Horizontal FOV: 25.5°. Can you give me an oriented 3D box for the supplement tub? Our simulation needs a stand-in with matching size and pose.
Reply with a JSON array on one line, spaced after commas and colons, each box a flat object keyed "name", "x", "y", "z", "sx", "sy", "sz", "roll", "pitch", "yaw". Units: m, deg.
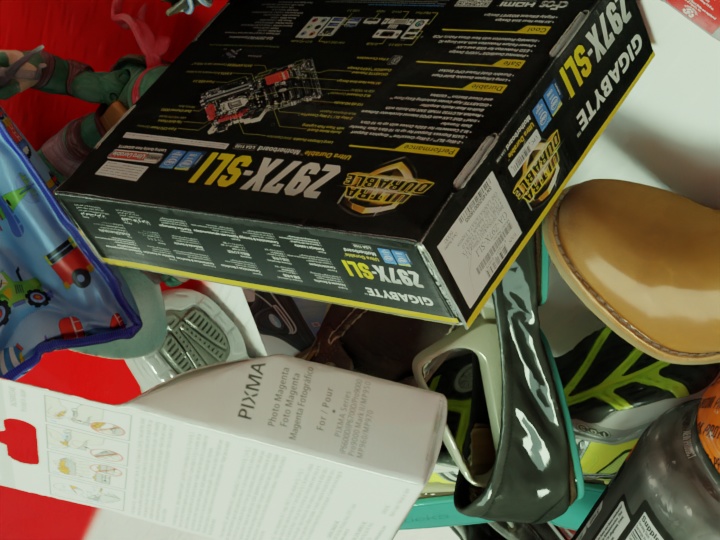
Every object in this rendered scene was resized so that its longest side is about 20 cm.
[{"name": "supplement tub", "x": 0.155, "y": 0.143, "z": 0.718, "sx": 0.122, "sy": 0.123, "sz": 0.200, "roll": 32, "pitch": 123, "yaw": 8}]

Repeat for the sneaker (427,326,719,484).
[{"name": "sneaker", "x": 0.096, "y": 0.082, "z": 0.797, "sx": 0.200, "sy": 0.075, "sz": 0.076, "roll": -13, "pitch": 131, "yaw": 33}]

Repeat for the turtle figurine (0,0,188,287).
[{"name": "turtle figurine", "x": -0.122, "y": -0.064, "z": 0.834, "sx": 0.150, "sy": 0.101, "sz": 0.200, "roll": 52, "pitch": 163, "yaw": 1}]

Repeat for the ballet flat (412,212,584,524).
[{"name": "ballet flat", "x": 0.055, "y": 0.021, "z": 0.703, "sx": 0.068, "sy": 0.068, "sz": 0.200, "roll": -144, "pitch": 45, "yaw": -77}]

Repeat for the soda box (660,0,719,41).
[{"name": "soda box", "x": 0.201, "y": -0.066, "z": 0.509, "sx": 0.200, "sy": 0.070, "sz": 0.063, "roll": 37, "pitch": 152, "yaw": -1}]

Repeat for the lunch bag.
[{"name": "lunch bag", "x": -0.191, "y": -0.049, "z": 0.767, "sx": 0.200, "sy": 0.094, "sz": 0.151, "roll": 67, "pitch": 168, "yaw": -8}]

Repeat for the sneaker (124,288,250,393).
[{"name": "sneaker", "x": -0.092, "y": 0.091, "z": 1.071, "sx": 0.200, "sy": 0.078, "sz": 0.099, "roll": 56, "pitch": 155, "yaw": -19}]

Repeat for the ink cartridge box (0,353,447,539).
[{"name": "ink cartridge box", "x": -0.074, "y": 0.079, "z": 0.731, "sx": 0.200, "sy": 0.057, "sz": 0.163, "roll": 19, "pitch": 153, "yaw": -1}]

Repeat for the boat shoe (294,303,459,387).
[{"name": "boat shoe", "x": 0.000, "y": 0.059, "z": 0.795, "sx": 0.072, "sy": 0.072, "sz": 0.200, "roll": 24, "pitch": 138, "yaw": -19}]

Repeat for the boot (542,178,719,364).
[{"name": "boot", "x": 0.178, "y": -0.009, "z": 0.612, "sx": 0.200, "sy": 0.077, "sz": 0.155, "roll": 33, "pitch": 151, "yaw": 7}]

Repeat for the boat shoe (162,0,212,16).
[{"name": "boat shoe", "x": -0.068, "y": -0.144, "z": 0.684, "sx": 0.200, "sy": 0.072, "sz": 0.072, "roll": 7, "pitch": 140, "yaw": 42}]

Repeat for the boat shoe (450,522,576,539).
[{"name": "boat shoe", "x": 0.089, "y": 0.168, "z": 0.972, "sx": 0.072, "sy": 0.071, "sz": 0.200, "roll": 4, "pitch": 138, "yaw": 44}]

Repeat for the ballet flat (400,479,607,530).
[{"name": "ballet flat", "x": 0.094, "y": 0.108, "z": 0.872, "sx": 0.200, "sy": 0.070, "sz": 0.070, "roll": 2, "pitch": 146, "yaw": 0}]

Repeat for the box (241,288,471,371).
[{"name": "box", "x": 0.000, "y": 0.000, "z": 0.813, "sx": 0.119, "sy": 0.042, "sz": 0.200, "roll": -2, "pitch": 138, "yaw": 12}]

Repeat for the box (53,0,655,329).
[{"name": "box", "x": -0.005, "y": -0.060, "z": 0.648, "sx": 0.200, "sy": 0.160, "sz": 0.049, "roll": 8, "pitch": 142, "yaw": 39}]

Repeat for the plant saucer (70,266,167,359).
[{"name": "plant saucer", "x": -0.189, "y": -0.028, "z": 0.935, "sx": 0.201, "sy": 0.039, "sz": 0.201, "roll": 34, "pitch": -164, "yaw": -12}]
